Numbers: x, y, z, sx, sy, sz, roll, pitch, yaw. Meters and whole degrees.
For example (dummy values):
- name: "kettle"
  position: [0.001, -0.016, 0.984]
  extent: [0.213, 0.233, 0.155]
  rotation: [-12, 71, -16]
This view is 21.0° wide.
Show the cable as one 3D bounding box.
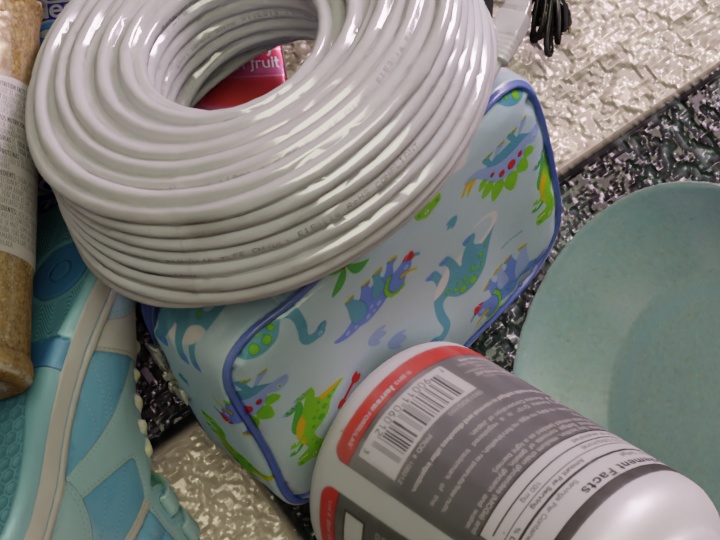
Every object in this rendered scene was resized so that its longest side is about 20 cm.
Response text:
- name: "cable"
  position: [-0.042, -0.078, 0.800]
  extent: [0.198, 0.069, 0.201]
  rotation: [2, 53, 25]

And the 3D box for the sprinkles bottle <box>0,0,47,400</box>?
- name: "sprinkles bottle"
  position: [-0.168, -0.048, 0.823]
  extent: [0.067, 0.068, 0.202]
  rotation: [0, 72, -5]

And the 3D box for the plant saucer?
- name: "plant saucer"
  position: [0.151, 0.062, 0.878]
  extent: [0.038, 0.200, 0.203]
  rotation: [6, 67, -41]

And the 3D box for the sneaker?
- name: "sneaker"
  position: [-0.118, 0.074, 0.877]
  extent: [0.079, 0.130, 0.202]
  rotation: [-9, 53, 36]

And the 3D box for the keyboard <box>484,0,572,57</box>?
- name: "keyboard"
  position: [0.057, -0.166, 0.946]
  extent: [0.126, 0.021, 0.202]
  rotation: [-7, 111, -27]

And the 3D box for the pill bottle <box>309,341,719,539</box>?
- name: "pill bottle"
  position: [0.081, 0.121, 0.826]
  extent: [0.199, 0.116, 0.116]
  rotation: [31, 69, 38]

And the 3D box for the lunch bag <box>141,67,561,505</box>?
- name: "lunch bag"
  position: [0.000, 0.000, 0.879]
  extent: [0.200, 0.161, 0.082]
  rotation: [-45, 57, -14]

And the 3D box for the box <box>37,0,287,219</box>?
- name: "box"
  position: [-0.134, -0.079, 0.923]
  extent: [0.198, 0.096, 0.101]
  rotation: [-6, 72, -7]
